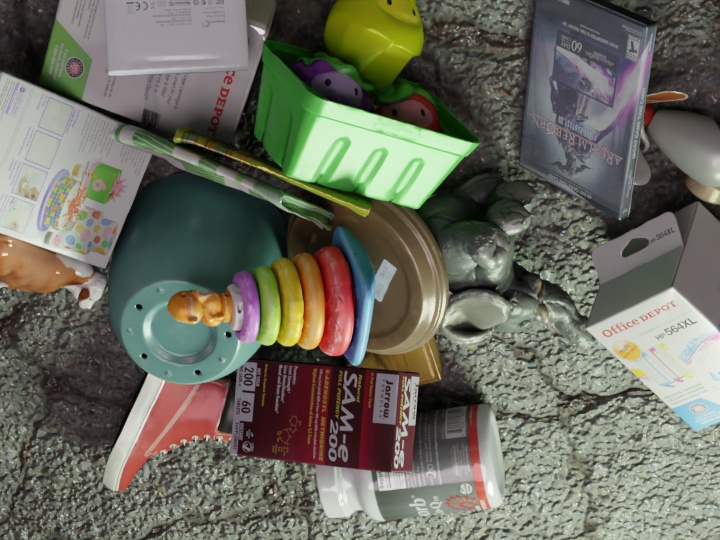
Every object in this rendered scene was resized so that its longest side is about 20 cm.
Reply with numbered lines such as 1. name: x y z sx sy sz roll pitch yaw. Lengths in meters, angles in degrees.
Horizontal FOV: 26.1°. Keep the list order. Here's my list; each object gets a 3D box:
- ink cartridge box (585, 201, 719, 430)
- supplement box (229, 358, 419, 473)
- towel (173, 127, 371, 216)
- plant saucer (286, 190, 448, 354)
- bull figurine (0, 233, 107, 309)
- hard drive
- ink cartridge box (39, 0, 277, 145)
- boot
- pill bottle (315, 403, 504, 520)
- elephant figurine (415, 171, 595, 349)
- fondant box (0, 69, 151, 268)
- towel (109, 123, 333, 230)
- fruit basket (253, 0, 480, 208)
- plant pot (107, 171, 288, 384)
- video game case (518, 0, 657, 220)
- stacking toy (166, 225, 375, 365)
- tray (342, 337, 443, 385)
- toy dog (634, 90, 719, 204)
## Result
1. ink cartridge box: 0.333 0.041 1.580 0.200 0.126 0.128 40 139 -17
2. supplement box: -0.040 0.156 1.685 0.198 0.061 0.110 3 86 24
3. towel: -0.083 -0.092 1.482 0.198 0.086 0.018 22 96 -1
4. plant saucer: 0.000 0.000 1.585 0.199 0.029 0.202 19 125 29
5. bull figurine: -0.357 -0.008 1.644 0.120 0.066 0.200 -7 159 22
6. hard drive: -0.175 -0.285 1.443 0.130 0.025 0.203 -3 86 -7
7. ink cartridge box: -0.197 -0.224 1.523 0.198 0.084 0.146 20 121 -6
8. boot: -0.204 0.193 1.779 0.143 0.073 0.201 25 116 -11
9. pill bottle: 0.056 0.219 1.739 0.198 0.116 0.117 -9 119 11
10. elephant figurine: 0.134 0.013 1.604 0.155 0.141 0.201 26 144 43
11. fondant box: -0.313 -0.102 1.533 0.199 0.058 0.146 22 91 -45
12. towel: -0.133 -0.092 1.520 0.199 0.152 0.024 25 91 20
13. fruit basket: 0.012 -0.184 1.473 0.213 0.156 0.218 -14 126 -20
14. plant pot: -0.174 0.024 1.622 0.198 0.162 0.202 2 121 4
15. video game case: 0.216 -0.166 1.499 0.019 0.142 0.202 -20 128 -35
16. stacking toy: -0.091 0.033 1.509 0.198 0.116 0.111 -4 129 -19
17. tray: 0.015 0.040 1.685 0.098 0.037 0.202 -13 119 13
18. toy dog: 0.308 -0.123 1.524 0.198 0.097 0.133 4 121 3
